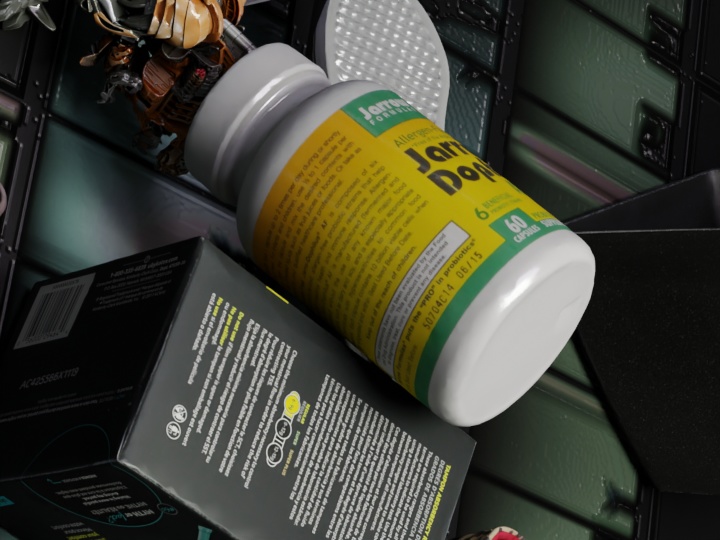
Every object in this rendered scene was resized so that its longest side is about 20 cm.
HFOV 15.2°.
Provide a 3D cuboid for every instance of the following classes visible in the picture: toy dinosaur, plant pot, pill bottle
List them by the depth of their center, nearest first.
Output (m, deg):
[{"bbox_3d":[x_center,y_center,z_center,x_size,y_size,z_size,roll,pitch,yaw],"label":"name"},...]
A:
[{"bbox_3d":[0.010,-0.024,1.343,0.200,0.113,0.113,39,40,23],"label":"pill bottle"},{"bbox_3d":[-0.101,-0.145,1.394,0.102,0.135,0.201,-24,138,-60],"label":"toy dinosaur"},{"bbox_3d":[0.257,0.038,1.671,0.200,0.199,0.178,-18,102,-46],"label":"plant pot"}]

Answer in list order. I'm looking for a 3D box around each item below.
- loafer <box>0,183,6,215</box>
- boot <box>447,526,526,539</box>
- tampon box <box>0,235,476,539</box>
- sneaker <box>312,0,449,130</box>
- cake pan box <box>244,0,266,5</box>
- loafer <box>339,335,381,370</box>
[{"bbox_3d":[-0.252,-0.078,1.285,0.200,0.063,0.072,38,55,-31],"label":"loafer"},{"bbox_3d":[0.042,0.231,1.424,0.073,0.150,0.201,-4,82,-45],"label":"boot"},{"bbox_3d":[-0.072,0.098,1.350,0.200,0.149,0.127,38,57,-31],"label":"tampon box"},{"bbox_3d":[0.011,-0.060,1.469,0.078,0.079,0.201,-1,62,-22],"label":"sneaker"},{"bbox_3d":[0.001,-0.187,1.467,0.184,0.199,0.053,-21,98,-46],"label":"cake pan box"},{"bbox_3d":[0.000,0.000,1.519,0.063,0.072,0.201,5,67,-25],"label":"loafer"}]
